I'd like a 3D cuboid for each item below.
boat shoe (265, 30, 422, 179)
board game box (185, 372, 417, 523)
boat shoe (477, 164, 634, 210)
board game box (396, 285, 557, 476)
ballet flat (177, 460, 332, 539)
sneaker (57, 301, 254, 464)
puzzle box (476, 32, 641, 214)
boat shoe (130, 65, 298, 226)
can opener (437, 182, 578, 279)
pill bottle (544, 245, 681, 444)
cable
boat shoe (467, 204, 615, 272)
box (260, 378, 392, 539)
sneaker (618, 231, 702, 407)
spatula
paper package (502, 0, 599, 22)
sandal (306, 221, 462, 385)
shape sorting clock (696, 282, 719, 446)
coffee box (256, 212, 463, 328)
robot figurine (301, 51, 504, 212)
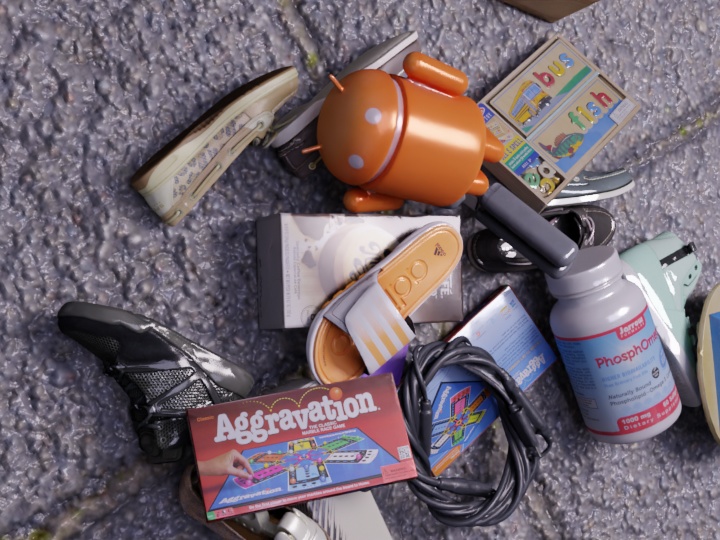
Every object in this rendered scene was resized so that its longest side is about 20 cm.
[{"bbox_3d":[-0.007,-0.174,1.197,0.200,0.072,0.060,-41,108,-18],"label":"boat shoe"},{"bbox_3d":[-0.054,0.161,1.066,0.199,0.019,0.104,-9,71,-16],"label":"board game box"},{"bbox_3d":[0.219,-0.102,1.293,0.199,0.073,0.062,-11,93,-20],"label":"boat shoe"},{"bbox_3d":[0.118,0.117,1.248,0.200,0.019,0.103,-40,101,-22],"label":"board game box"},{"bbox_3d":[-0.088,0.239,1.073,0.199,0.067,0.068,27,48,13],"label":"ballet flat"},{"bbox_3d":[-0.203,0.108,1.078,0.199,0.076,0.115,32,67,-24],"label":"sneaker"},{"bbox_3d":[0.207,-0.167,1.279,0.133,0.025,0.200,42,60,7],"label":"puzzle box"},{"bbox_3d":[-0.133,-0.127,1.138,0.200,0.073,0.063,-40,108,-11],"label":"boat shoe"},{"bbox_3d":[0.132,-0.055,1.213,0.200,0.053,0.067,40,67,16],"label":"can opener"},{"bbox_3d":[0.273,0.080,1.268,0.108,0.109,0.201,-29,105,-24],"label":"pill bottle"},{"bbox_3d":[0.103,0.165,1.198,0.163,0.051,0.200,-42,105,-16],"label":"cable"},{"bbox_3d":[0.215,-0.034,1.293,0.199,0.057,0.067,-12,90,-25],"label":"boat shoe"},{"bbox_3d":[-0.040,0.210,1.143,0.068,0.082,0.201,-27,96,-22],"label":"box"},{"bbox_3d":[0.376,0.052,1.349,0.118,0.074,0.201,-31,98,-21],"label":"sneaker"},{"bbox_3d":[0.013,0.136,1.158,0.056,0.021,0.201,18,43,-8],"label":"spatula"},{"bbox_3d":[0.185,-0.403,1.286,0.199,0.103,0.192,18,79,-21],"label":"paper package"},{"bbox_3d":[0.031,0.030,1.111,0.207,0.059,0.079,-47,113,-13],"label":"sandal"},{"bbox_3d":[0.434,0.113,1.360,0.199,0.039,0.202,0,90,-53],"label":"shape sorting clock"},{"bbox_3d":[0.000,0.000,1.177,0.199,0.080,0.114,-1,88,-24],"label":"coffee box"},{"bbox_3d":[0.042,-0.127,1.128,0.199,0.144,0.117,12,65,-29],"label":"robot figurine"}]
